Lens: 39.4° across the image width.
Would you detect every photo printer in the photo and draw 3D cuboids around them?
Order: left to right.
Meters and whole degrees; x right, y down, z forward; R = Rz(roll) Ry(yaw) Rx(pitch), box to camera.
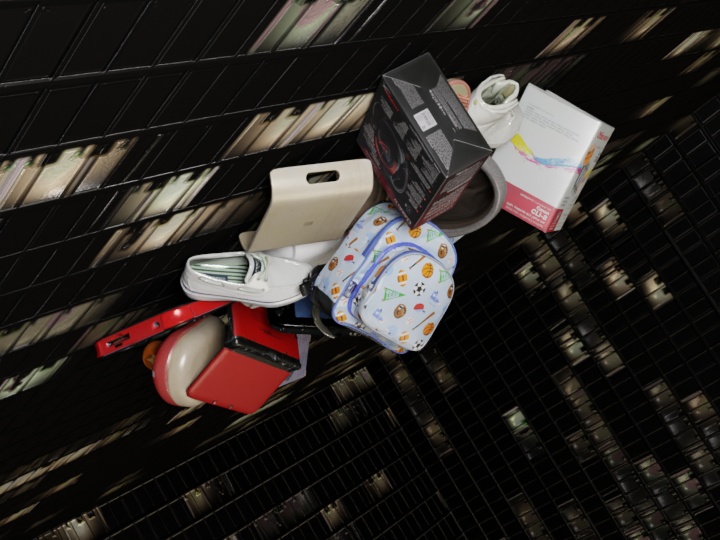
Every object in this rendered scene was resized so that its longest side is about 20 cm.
[{"bbox_3d":[-0.095,-0.031,1.576,0.165,0.070,0.200,-26,168,-42],"label":"photo printer"}]

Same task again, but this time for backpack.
[{"bbox_3d":[0.044,0.007,1.438,0.199,0.153,0.193,30,86,-42],"label":"backpack"}]

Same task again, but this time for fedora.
[{"bbox_3d":[0.139,-0.146,1.620,0.197,0.179,0.091,-12,-146,22],"label":"fedora"}]

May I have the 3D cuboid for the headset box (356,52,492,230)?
[{"bbox_3d":[0.072,-0.154,1.275,0.074,0.150,0.200,-28,169,-19],"label":"headset box"}]

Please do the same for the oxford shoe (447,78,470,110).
[{"bbox_3d":[0.086,-0.194,1.408,0.070,0.075,0.201,14,127,-27],"label":"oxford shoe"}]

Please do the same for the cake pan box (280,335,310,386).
[{"bbox_3d":[-0.158,0.115,1.803,0.183,0.052,0.204,-20,122,-56],"label":"cake pan box"}]

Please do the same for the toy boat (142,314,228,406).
[{"bbox_3d":[-0.305,0.148,1.689,0.128,0.133,0.200,3,-170,9],"label":"toy boat"}]

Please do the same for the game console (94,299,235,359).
[{"bbox_3d":[-0.283,0.079,1.502,0.198,0.032,0.176,-21,177,32],"label":"game console"}]

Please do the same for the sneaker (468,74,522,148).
[{"bbox_3d":[0.212,-0.242,1.517,0.198,0.075,0.115,-21,168,-47],"label":"sneaker"}]

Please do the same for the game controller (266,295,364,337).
[{"bbox_3d":[-0.056,0.067,1.643,0.196,0.105,0.043,4,132,-11],"label":"game controller"}]

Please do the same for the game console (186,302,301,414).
[{"bbox_3d":[-0.198,0.128,1.677,0.117,0.175,0.199,-19,156,22],"label":"game console"}]

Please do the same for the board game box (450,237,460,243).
[{"bbox_3d":[0.143,-0.110,1.774,0.199,0.037,0.152,-38,135,-6],"label":"board game box"}]

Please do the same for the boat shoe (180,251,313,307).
[{"bbox_3d":[-0.155,0.009,1.426,0.196,0.075,0.067,-5,152,-16],"label":"boat shoe"}]

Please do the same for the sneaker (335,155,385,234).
[{"bbox_3d":[-0.007,-0.084,1.489,0.074,0.071,0.202,-14,134,-18],"label":"sneaker"}]

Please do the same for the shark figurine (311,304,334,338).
[{"bbox_3d":[-0.022,0.000,1.605,0.213,0.128,0.090,-33,153,-25],"label":"shark figurine"}]

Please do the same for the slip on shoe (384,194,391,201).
[{"bbox_3d":[0.043,-0.135,1.553,0.075,0.061,0.202,-11,140,-32],"label":"slip on shoe"}]

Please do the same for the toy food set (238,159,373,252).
[{"bbox_3d":[-0.079,-0.091,1.373,0.141,0.061,0.200,-9,160,-22],"label":"toy food set"}]

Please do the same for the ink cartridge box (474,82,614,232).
[{"bbox_3d":[0.310,-0.188,1.687,0.203,0.143,0.145,-64,162,14],"label":"ink cartridge box"}]
